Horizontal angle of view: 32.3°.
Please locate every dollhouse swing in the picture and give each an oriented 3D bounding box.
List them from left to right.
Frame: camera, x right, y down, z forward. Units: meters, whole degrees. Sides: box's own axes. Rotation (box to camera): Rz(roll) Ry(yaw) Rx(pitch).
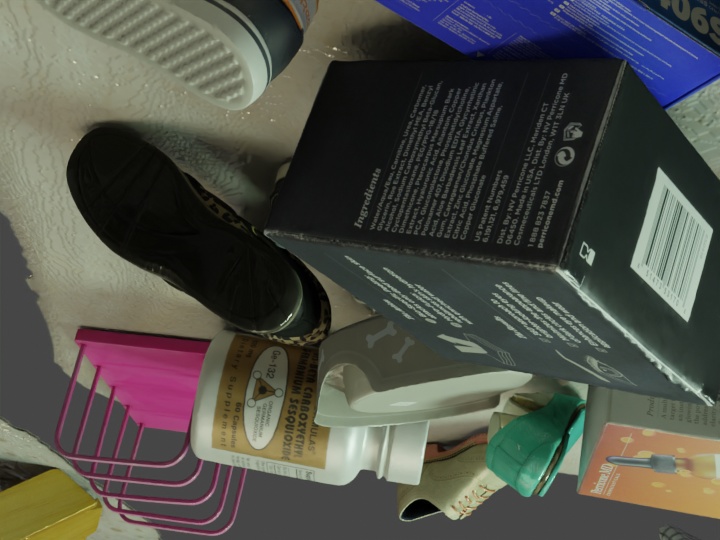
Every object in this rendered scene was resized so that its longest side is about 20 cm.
[{"bbox_3d":[-0.460,0.289,1.627,0.180,0.177,0.200,-23,163,-25],"label":"dollhouse swing"}]

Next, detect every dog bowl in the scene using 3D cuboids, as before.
[{"bbox_3d":[0.057,0.072,0.944,0.198,0.059,0.200,-8,165,-2],"label":"dog bowl"}]

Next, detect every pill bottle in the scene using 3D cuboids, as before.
[{"bbox_3d":[-0.039,0.124,1.083,0.198,0.115,0.115,10,152,4],"label":"pill bottle"}]

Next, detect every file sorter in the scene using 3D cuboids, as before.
[{"bbox_3d":[-0.194,0.163,1.202,0.137,0.127,0.201,5,151,13],"label":"file sorter"}]

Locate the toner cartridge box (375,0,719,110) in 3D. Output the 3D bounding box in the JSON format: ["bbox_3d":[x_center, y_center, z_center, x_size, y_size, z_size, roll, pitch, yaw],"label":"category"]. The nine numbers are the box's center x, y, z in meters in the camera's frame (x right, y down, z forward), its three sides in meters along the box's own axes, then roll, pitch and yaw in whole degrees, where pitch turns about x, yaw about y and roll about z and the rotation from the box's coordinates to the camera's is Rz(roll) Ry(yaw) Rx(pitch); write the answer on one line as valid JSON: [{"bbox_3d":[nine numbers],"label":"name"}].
[{"bbox_3d":[0.087,-0.144,0.629,0.199,0.044,0.095,26,148,-24],"label":"toner cartridge box"}]

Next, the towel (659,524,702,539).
[{"bbox_3d":[0.400,0.362,1.283,0.199,0.086,0.165,28,-175,-27],"label":"towel"}]

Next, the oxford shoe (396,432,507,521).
[{"bbox_3d":[0.114,0.207,1.212,0.070,0.075,0.199,30,147,-30],"label":"oxford shoe"}]

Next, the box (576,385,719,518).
[{"bbox_3d":[0.276,0.113,0.948,0.198,0.107,0.153,8,151,6],"label":"box"}]

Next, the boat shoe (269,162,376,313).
[{"bbox_3d":[0.000,0.000,0.899,0.072,0.063,0.200,-9,145,34],"label":"boat shoe"}]

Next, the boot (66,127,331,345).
[{"bbox_3d":[-0.107,-0.016,0.885,0.199,0.074,0.151,33,178,17],"label":"boot"}]

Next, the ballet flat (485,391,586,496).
[{"bbox_3d":[0.145,0.131,1.030,0.070,0.068,0.200,33,-166,13],"label":"ballet flat"}]

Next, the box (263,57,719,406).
[{"bbox_3d":[0.089,-0.022,0.706,0.199,0.119,0.196,7,161,40],"label":"box"}]

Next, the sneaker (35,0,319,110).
[{"bbox_3d":[-0.112,-0.161,0.653,0.199,0.080,0.079,34,148,12],"label":"sneaker"}]

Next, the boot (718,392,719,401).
[{"bbox_3d":[0.336,0.061,0.827,0.199,0.066,0.165,29,120,-31],"label":"boot"}]
